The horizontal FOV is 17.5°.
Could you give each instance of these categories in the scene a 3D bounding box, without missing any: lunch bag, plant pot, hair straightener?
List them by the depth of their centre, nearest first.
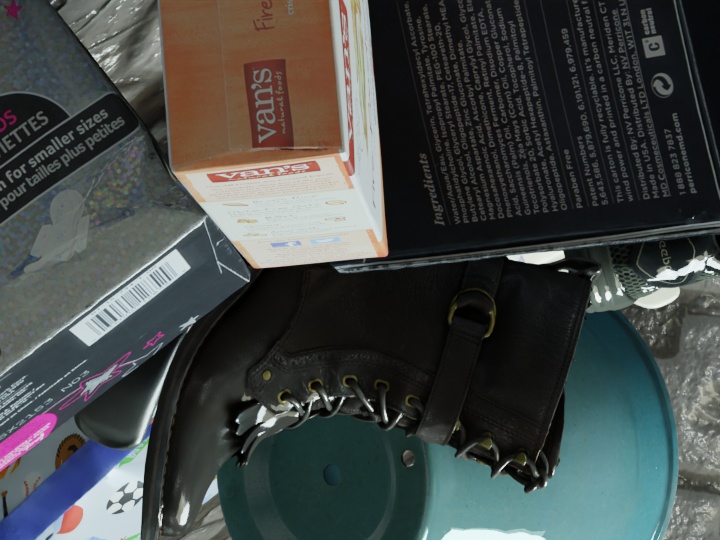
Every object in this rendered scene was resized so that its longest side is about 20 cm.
[{"bbox_3d":[-0.077,-0.005,1.042,0.201,0.041,0.077,-61,-178,19],"label":"hair straightener"},{"bbox_3d":[0.031,0.099,1.210,0.200,0.201,0.188,-42,157,29],"label":"plant pot"},{"bbox_3d":[-0.121,0.079,1.299,0.170,0.124,0.200,-42,179,20],"label":"lunch bag"}]

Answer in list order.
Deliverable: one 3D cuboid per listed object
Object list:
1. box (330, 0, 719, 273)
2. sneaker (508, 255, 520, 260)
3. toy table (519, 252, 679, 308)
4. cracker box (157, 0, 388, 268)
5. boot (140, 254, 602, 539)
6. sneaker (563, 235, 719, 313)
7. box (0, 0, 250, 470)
[{"bbox_3d":[0.105,-0.088,0.991,0.196,0.125,0.200,-8,-169,39],"label":"box"},{"bbox_3d":[0.000,0.000,1.133,0.199,0.075,0.081,-22,148,-12],"label":"sneaker"},{"bbox_3d":[0.110,-0.043,1.449,0.117,0.185,0.200,-26,-157,-4],"label":"toy table"},{"bbox_3d":[-0.028,-0.082,0.790,0.057,0.135,0.200,-5,172,4],"label":"cracker box"},{"bbox_3d":[0.007,0.055,1.036,0.069,0.173,0.201,115,-1,-74],"label":"boot"},{"bbox_3d":[0.166,-0.044,1.157,0.114,0.077,0.200,-10,-162,16],"label":"sneaker"},{"bbox_3d":[-0.157,0.008,0.840,0.200,0.115,0.132,-38,170,-3],"label":"box"}]
